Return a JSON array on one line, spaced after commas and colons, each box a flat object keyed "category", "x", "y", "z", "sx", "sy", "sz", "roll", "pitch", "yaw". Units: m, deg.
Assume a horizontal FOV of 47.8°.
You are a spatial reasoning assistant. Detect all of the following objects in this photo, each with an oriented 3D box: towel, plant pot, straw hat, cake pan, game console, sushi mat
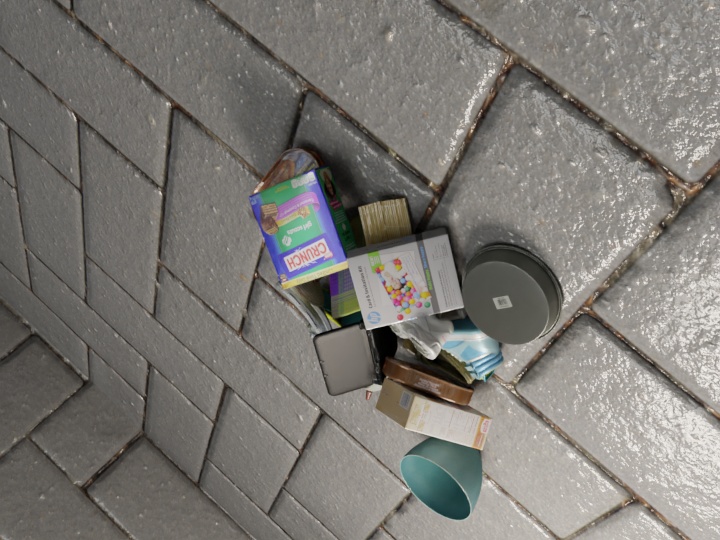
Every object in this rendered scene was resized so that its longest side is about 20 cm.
[{"category": "towel", "x": -0.020, "y": -0.010, "z": 1.677, "sx": 0.143, "sy": 0.022, "sz": 0.204, "roll": -21, "pitch": 67, "yaw": 52}, {"category": "plant pot", "x": 0.208, "y": 0.462, "z": 1.904, "sx": 0.198, "sy": 0.135, "sz": 0.202, "roll": 28, "pitch": 141, "yaw": 25}, {"category": "straw hat", "x": -0.101, "y": -0.022, "z": 1.783, "sx": 0.084, "sy": 0.201, "sz": 0.203, "roll": -30, "pitch": 105, "yaw": 13}, {"category": "cake pan", "x": 0.268, "y": 0.052, "z": 1.484, "sx": 0.198, "sy": 0.037, "sz": 0.203, "roll": 19, "pitch": 127, "yaw": 26}, {"category": "game console", "x": -0.005, "y": 0.155, "z": 1.767, "sx": 0.114, "sy": 0.177, "sz": 0.202, "roll": 8, "pitch": 136, "yaw": 20}, {"category": "sushi mat", "x": 0.060, "y": -0.042, "z": 1.596, "sx": 0.094, "sy": 0.012, "sz": 0.203, "roll": -7, "pitch": 111, "yaw": 12}]

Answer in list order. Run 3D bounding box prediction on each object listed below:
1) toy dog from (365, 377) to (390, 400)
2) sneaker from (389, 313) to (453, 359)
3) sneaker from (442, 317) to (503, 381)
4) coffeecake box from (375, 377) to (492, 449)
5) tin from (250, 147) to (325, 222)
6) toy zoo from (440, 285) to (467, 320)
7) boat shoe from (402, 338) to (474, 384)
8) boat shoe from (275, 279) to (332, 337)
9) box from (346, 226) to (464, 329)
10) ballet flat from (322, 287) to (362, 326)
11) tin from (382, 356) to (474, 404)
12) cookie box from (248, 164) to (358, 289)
[{"category": "toy dog", "x": 0.068, "y": 0.270, "z": 1.891, "sx": 0.199, "sy": 0.130, "sz": 0.098, "roll": 18, "pitch": 115, "yaw": 49}, {"category": "sneaker", "x": 0.115, "y": 0.093, "z": 1.637, "sx": 0.200, "sy": 0.099, "sz": 0.078, "roll": 40, "pitch": 163, "yaw": 40}, {"category": "sneaker", "x": 0.205, "y": 0.166, "z": 1.656, "sx": 0.198, "sy": 0.079, "sz": 0.132, "roll": -5, "pitch": 114, "yaw": 50}, {"category": "coffeecake box", "x": 0.155, "y": 0.305, "z": 1.734, "sx": 0.197, "sy": 0.074, "sz": 0.153, "roll": 20, "pitch": 179, "yaw": -24}, {"category": "tin", "x": -0.147, "y": -0.166, "z": 1.679, "sx": 0.112, "sy": 0.042, "sz": 0.200, "roll": 49, "pitch": 119, "yaw": 9}, {"category": "toy zoo", "x": 0.134, "y": 0.048, "z": 1.654, "sx": 0.198, "sy": 0.021, "sz": 0.132, "roll": -11, "pitch": 118, "yaw": 41}, {"category": "boat shoe", "x": 0.165, "y": 0.184, "z": 1.737, "sx": 0.199, "sy": 0.063, "sz": 0.074, "roll": 23, "pitch": 140, "yaw": 30}, {"category": "boat shoe", "x": -0.115, "y": 0.097, "z": 1.830, "sx": 0.204, "sy": 0.064, "sz": 0.074, "roll": 60, "pitch": 178, "yaw": -11}, {"category": "box", "x": 0.086, "y": 0.016, "z": 1.557, "sx": 0.196, "sy": 0.041, "sz": 0.158, "roll": -12, "pitch": 112, "yaw": 8}, {"category": "ballet flat", "x": -0.036, "y": 0.105, "z": 1.888, "sx": 0.199, "sy": 0.067, "sz": 0.067, "roll": 32, "pitch": 165, "yaw": 25}, {"category": "tin", "x": 0.141, "y": 0.232, "z": 1.706, "sx": 0.197, "sy": 0.043, "sz": 0.112, "roll": 21, "pitch": 176, "yaw": 2}, {"category": "cookie box", "x": -0.109, "y": -0.085, "z": 1.622, "sx": 0.169, "sy": 0.075, "sz": 0.203, "roll": -18, "pitch": 97, "yaw": 28}]
